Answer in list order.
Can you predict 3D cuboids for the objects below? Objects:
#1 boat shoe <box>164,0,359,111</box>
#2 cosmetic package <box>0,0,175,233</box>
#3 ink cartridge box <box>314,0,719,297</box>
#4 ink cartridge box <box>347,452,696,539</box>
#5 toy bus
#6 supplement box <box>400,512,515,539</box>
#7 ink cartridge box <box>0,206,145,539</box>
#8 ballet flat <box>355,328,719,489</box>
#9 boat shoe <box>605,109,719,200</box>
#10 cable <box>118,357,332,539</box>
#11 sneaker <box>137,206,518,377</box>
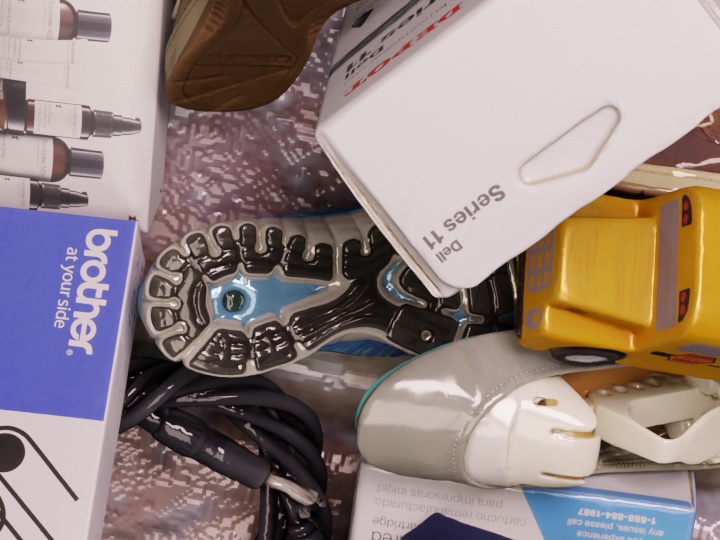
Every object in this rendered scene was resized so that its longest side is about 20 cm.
[{"bbox_3d":[-0.031,-0.131,1.010,0.071,0.065,0.200,5,155,-26],"label":"boat shoe"},{"bbox_3d":[-0.117,-0.120,1.078,0.082,0.051,0.200,5,110,0],"label":"cosmetic package"},{"bbox_3d":[0.066,-0.089,1.001,0.147,0.200,0.083,-36,104,14],"label":"ink cartridge box"},{"bbox_3d":[0.060,0.168,1.153,0.145,0.084,0.200,7,110,0],"label":"ink cartridge box"},{"bbox_3d":[0.163,0.011,1.054,0.200,0.078,0.065,10,77,-25],"label":"toy bus"},{"bbox_3d":[0.055,0.215,1.048,0.109,0.109,0.200,-33,109,-21],"label":"supplement box"},{"bbox_3d":[-0.148,0.073,1.057,0.094,0.044,0.200,6,66,3],"label":"ink cartridge box"},{"bbox_3d":[0.094,0.059,1.075,0.200,0.064,0.068,-6,121,-33],"label":"ballet flat"},{"bbox_3d":[0.167,-0.053,1.087,0.200,0.072,0.072,4,79,3],"label":"boat shoe"},{"bbox_3d":[-0.111,0.114,1.137,0.200,0.051,0.163,-9,123,-2],"label":"cable"},{"bbox_3d":[0.000,0.000,1.105,0.200,0.090,0.079,0,95,-17],"label":"sneaker"}]
